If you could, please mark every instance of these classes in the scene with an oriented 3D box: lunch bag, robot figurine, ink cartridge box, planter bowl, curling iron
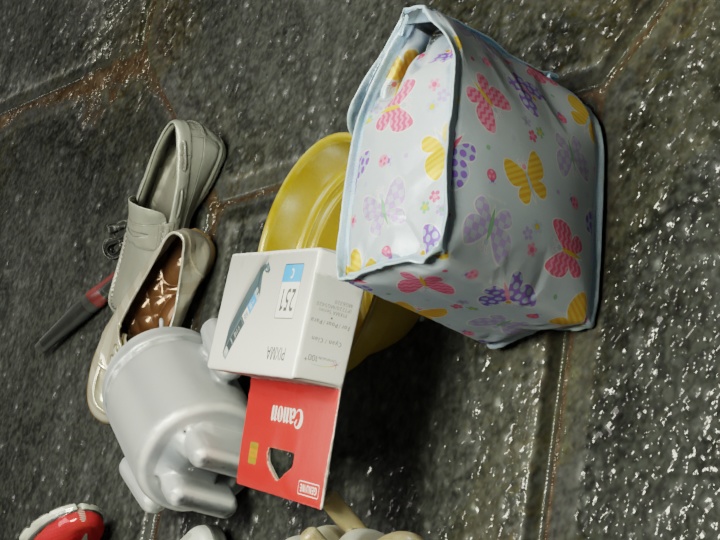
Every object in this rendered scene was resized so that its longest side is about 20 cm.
[{"bbox_3d":[0.080,-0.066,1.263,0.127,0.169,0.201,-13,63,44],"label":"lunch bag"},{"bbox_3d":[-0.151,0.123,1.519,0.170,0.113,0.200,-55,37,16],"label":"robot figurine"},{"bbox_3d":[-0.063,0.075,1.319,0.200,0.045,0.177,177,105,-69],"label":"ink cartridge box"},{"bbox_3d":[0.000,0.000,1.399,0.200,0.083,0.201,-30,53,52],"label":"planter bowl"},{"bbox_3d":[-0.270,0.019,1.808,0.050,0.026,0.200,50,123,12],"label":"curling iron"}]

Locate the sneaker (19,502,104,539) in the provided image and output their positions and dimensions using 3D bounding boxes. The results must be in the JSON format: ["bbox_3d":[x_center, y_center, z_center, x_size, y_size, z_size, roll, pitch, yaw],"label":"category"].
[{"bbox_3d":[-0.282,0.296,1.652,0.200,0.077,0.085,-58,46,26],"label":"sneaker"}]

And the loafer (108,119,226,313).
[{"bbox_3d":[-0.195,-0.049,1.705,0.070,0.070,0.200,22,90,41],"label":"loafer"}]

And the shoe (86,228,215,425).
[{"bbox_3d":[-0.200,0.049,1.655,0.070,0.053,0.200,27,92,11],"label":"shoe"}]

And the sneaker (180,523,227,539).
[{"bbox_3d":[-0.195,0.285,1.487,0.201,0.115,0.076,-57,36,15],"label":"sneaker"}]

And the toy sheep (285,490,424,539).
[{"bbox_3d":[-0.025,0.244,1.267,0.200,0.138,0.138,-37,45,29],"label":"toy sheep"}]
